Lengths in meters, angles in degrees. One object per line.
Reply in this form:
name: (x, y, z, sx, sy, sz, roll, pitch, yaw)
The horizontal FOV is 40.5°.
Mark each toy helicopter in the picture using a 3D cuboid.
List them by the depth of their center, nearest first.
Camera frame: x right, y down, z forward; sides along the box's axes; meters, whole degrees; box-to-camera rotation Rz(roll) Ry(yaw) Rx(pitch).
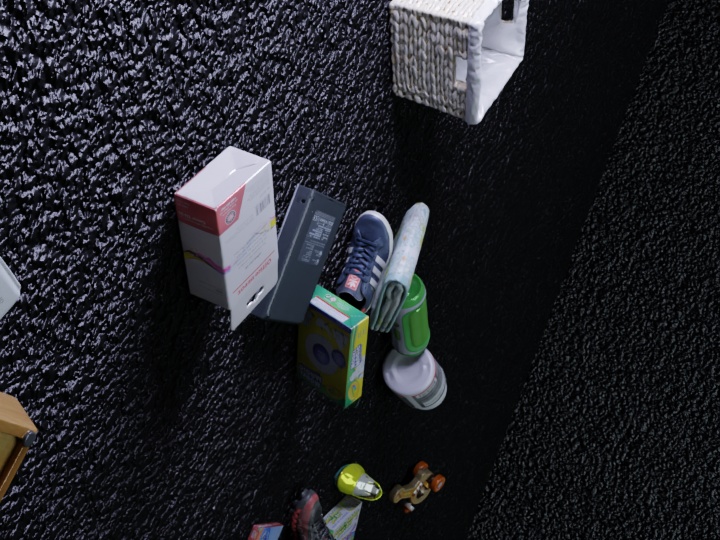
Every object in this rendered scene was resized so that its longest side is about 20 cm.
toy helicopter: (0.126, 0.575, 2.522, 0.200, 0.079, 0.133, 8, 112, -58)

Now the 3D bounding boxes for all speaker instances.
speaker: (0.093, 0.088, 1.935, 0.089, 0.088, 0.200, -57, 156, -28)

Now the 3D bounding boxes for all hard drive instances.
hard drive: (-0.091, -0.019, 1.458, 0.201, 0.033, 0.139, -69, 159, 1)

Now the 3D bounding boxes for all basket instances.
basket: (0.160, -0.381, 1.548, 0.200, 0.160, 0.199, -53, 154, -32)

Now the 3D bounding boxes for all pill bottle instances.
pill bottle: (0.122, 0.233, 2.100, 0.114, 0.113, 0.200, -64, 159, -11)

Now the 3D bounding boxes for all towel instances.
towel: (0.064, -0.001, 1.726, 0.200, 0.048, 0.172, 112, -6, -58)

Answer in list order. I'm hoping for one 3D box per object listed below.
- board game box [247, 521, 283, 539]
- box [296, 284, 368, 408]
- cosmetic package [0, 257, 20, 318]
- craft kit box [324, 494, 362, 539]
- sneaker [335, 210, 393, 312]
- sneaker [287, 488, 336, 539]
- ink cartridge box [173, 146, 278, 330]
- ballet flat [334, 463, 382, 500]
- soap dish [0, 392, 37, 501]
board game box: (-0.202, 0.548, 1.744, 0.201, 0.019, 0.103, -67, 160, -3)
box: (-0.049, 0.134, 1.586, 0.048, 0.117, 0.201, -34, 141, -37)
cosmetic package: (-0.370, 0.014, 0.628, 0.200, 0.167, 0.167, -56, 156, -27)
craft kit box: (-0.076, 0.607, 2.075, 0.200, 0.048, 0.199, -30, 134, -59)
sneaker: (0.000, 0.000, 1.637, 0.085, 0.075, 0.201, -43, 148, -56)
sneaker: (-0.088, 0.504, 1.872, 0.071, 0.097, 0.201, -39, 143, -48)
ink cartridge box: (-0.162, -0.037, 1.221, 0.117, 0.067, 0.201, -49, 150, -41)
ballet flat: (0.004, 0.459, 2.093, 0.067, 0.067, 0.200, -63, 158, -12)
soap dish: (-0.385, 0.170, 0.860, 0.158, 0.081, 0.200, -64, 160, -11)
